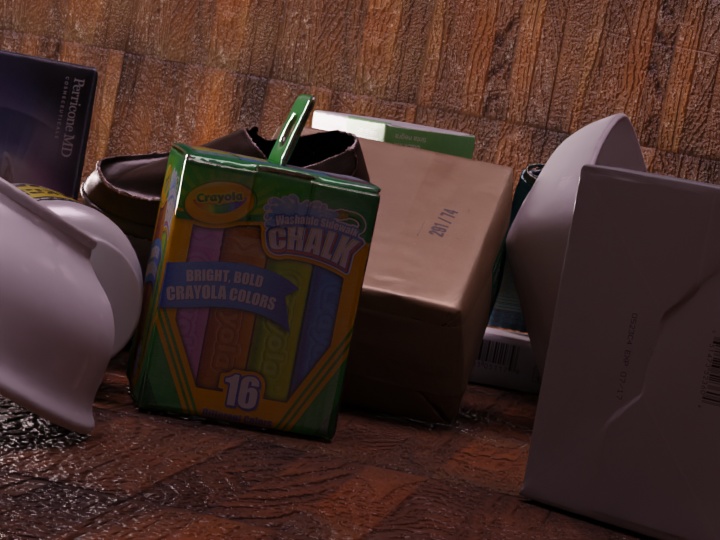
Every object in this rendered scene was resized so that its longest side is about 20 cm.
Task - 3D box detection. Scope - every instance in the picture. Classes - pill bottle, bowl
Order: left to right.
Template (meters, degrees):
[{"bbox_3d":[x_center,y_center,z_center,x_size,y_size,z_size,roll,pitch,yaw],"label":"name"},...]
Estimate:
[{"bbox_3d":[-0.202,-0.004,1.129,0.201,0.090,0.201,32,-3,2],"label":"bowl"},{"bbox_3d":[-0.198,0.007,1.348,0.111,0.111,0.200,9,4,-20],"label":"pill bottle"},{"bbox_3d":[0.167,0.003,1.570,0.075,0.200,0.200,-7,23,21],"label":"bowl"}]

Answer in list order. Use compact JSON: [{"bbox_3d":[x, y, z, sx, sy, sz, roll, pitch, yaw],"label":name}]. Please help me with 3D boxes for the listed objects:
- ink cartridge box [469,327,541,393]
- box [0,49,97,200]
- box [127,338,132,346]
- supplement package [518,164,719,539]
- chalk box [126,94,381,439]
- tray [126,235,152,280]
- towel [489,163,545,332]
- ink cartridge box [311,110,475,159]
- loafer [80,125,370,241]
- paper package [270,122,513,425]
[{"bbox_3d":[0.145,0.073,1.856,0.162,0.057,0.200,10,8,1],"label":"ink cartridge box"},{"bbox_3d":[-0.331,-0.090,1.789,0.198,0.200,0.123,10,3,-8],"label":"box"},{"bbox_3d":[-0.149,0.032,1.648,0.200,0.048,0.193,13,7,25],"label":"box"},{"bbox_3d":[0.220,0.052,1.215,0.147,0.192,0.200,14,6,41],"label":"supplement package"},{"bbox_3d":[-0.064,-0.012,1.318,0.124,0.200,0.124,10,3,-9],"label":"chalk box"},{"bbox_3d":[-0.224,0.003,1.491,0.200,0.022,0.107,-7,-21,-19],"label":"tray"},{"bbox_3d":[0.185,-0.006,1.729,0.146,0.022,0.200,12,-37,2],"label":"towel"},{"bbox_3d":[0.013,-0.021,1.729,0.084,0.200,0.146,6,5,-26],"label":"ink cartridge box"},{"bbox_3d":[-0.088,-0.069,1.441,0.200,0.071,0.073,-4,35,-16],"label":"loafer"},{"bbox_3d":[0.000,0.000,1.510,0.190,0.104,0.200,12,34,8],"label":"paper package"}]
